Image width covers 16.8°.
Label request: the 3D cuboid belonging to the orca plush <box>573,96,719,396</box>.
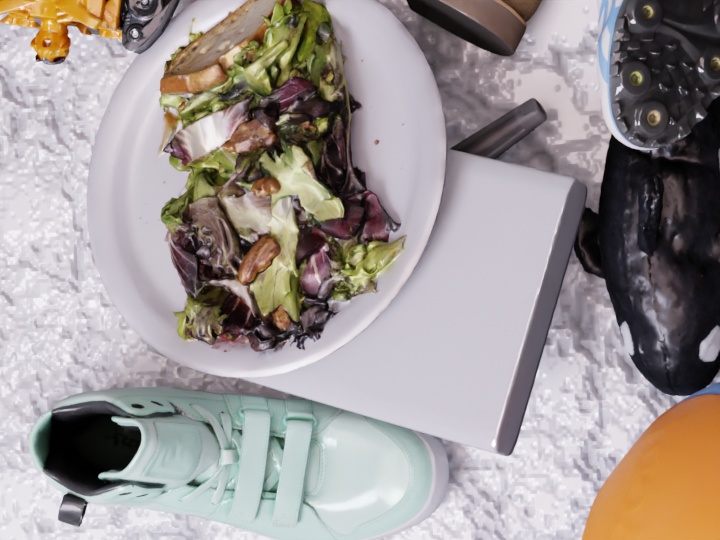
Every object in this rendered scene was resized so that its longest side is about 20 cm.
[{"bbox_3d":[0.155,-0.042,1.145,0.104,0.071,0.202,18,95,13],"label":"orca plush"}]

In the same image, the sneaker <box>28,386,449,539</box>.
[{"bbox_3d":[-0.062,0.097,1.178,0.199,0.118,0.074,5,90,13],"label":"sneaker"}]

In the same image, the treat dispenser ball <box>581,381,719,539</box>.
[{"bbox_3d":[0.194,0.144,1.070,0.199,0.201,0.203,0,90,14],"label":"treat dispenser ball"}]

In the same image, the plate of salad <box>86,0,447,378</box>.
[{"bbox_3d":[-0.052,-0.049,1.172,0.198,0.048,0.202,-6,75,25],"label":"plate of salad"}]

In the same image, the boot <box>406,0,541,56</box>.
[{"bbox_3d":[0.005,-0.186,1.182,0.199,0.074,0.076,30,86,-3],"label":"boot"}]

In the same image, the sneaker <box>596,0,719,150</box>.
[{"bbox_3d":[0.135,-0.148,1.137,0.071,0.072,0.202,12,72,-25],"label":"sneaker"}]

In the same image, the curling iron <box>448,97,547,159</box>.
[{"bbox_3d":[0.014,-0.017,1.204,0.200,0.026,0.050,-41,74,12],"label":"curling iron"}]

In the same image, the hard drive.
[{"bbox_3d":[0.000,0.000,1.175,0.199,0.026,0.133,14,85,28],"label":"hard drive"}]

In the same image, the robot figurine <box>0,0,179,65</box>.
[{"bbox_3d":[-0.138,-0.203,1.226,0.144,0.058,0.202,9,92,15],"label":"robot figurine"}]
